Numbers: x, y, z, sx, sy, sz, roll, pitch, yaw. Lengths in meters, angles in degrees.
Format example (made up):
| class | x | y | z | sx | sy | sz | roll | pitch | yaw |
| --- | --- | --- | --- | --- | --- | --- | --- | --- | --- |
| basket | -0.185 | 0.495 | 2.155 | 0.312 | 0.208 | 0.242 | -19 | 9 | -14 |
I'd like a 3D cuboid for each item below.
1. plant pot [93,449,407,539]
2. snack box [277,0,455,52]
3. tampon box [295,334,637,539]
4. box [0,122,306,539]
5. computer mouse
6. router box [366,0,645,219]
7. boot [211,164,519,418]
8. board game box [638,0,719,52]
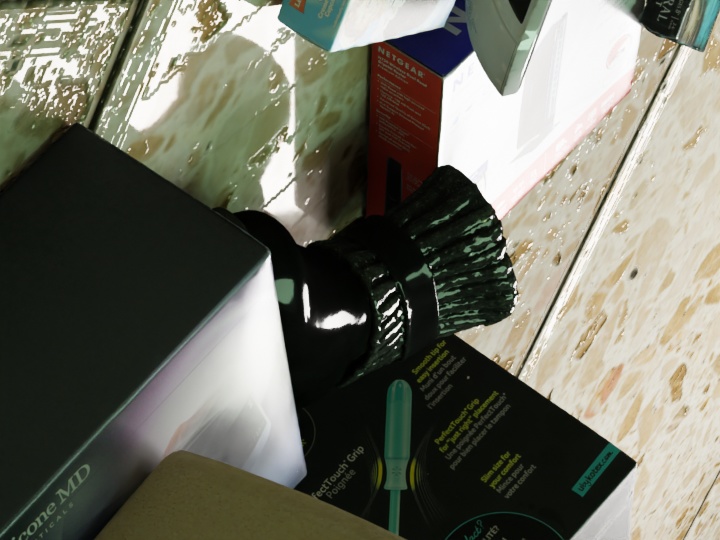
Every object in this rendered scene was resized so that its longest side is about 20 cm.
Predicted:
| class | x | y | z | sx | sy | sz | roll | pitch | yaw |
| --- | --- | --- | --- | --- | --- | --- | --- | --- | --- |
| plant pot | -0.042 | 0.193 | 1.047 | 0.200 | 0.177 | 0.200 | -50 | 156 | -10 |
| snack box | 0.036 | -0.204 | 1.181 | 0.116 | 0.037 | 0.200 | -21 | 139 | -57 |
| tampon box | 0.032 | 0.132 | 1.411 | 0.150 | 0.200 | 0.126 | -45 | 156 | -24 |
| box | -0.135 | 0.082 | 1.104 | 0.200 | 0.123 | 0.199 | -47 | 155 | -23 |
| computer mouse | 0.089 | -0.178 | 1.261 | 0.110 | 0.044 | 0.200 | 107 | 4 | -58 |
| router box | 0.083 | -0.113 | 1.386 | 0.200 | 0.049 | 0.180 | -44 | 155 | -29 |
| boot | -0.001 | -0.002 | 1.260 | 0.158 | 0.080 | 0.211 | -26 | 162 | -6 |
| board game box | 0.219 | -0.229 | 1.469 | 0.135 | 0.028 | 0.200 | -9 | 120 | -75 |
